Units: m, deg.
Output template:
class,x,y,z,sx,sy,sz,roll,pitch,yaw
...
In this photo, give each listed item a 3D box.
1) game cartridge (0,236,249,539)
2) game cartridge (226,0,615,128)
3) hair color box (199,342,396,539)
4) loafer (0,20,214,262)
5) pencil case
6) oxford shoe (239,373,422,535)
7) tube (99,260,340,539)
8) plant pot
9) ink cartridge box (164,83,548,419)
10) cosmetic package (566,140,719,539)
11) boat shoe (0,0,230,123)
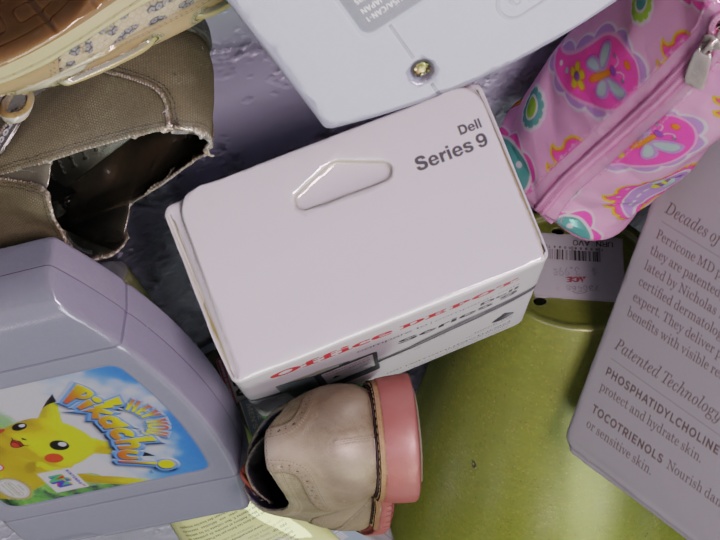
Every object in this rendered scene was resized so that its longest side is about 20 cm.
class,x,y,z,sx,sy,sz,roll,pitch,yaw
game cartridge,-0.130,0.060,0.830,0.132,0.041,0.200,-16,143,15
game cartridge,0.042,-0.139,0.631,0.199,0.042,0.133,-31,125,12
hair color box,-0.039,0.118,1.077,0.060,0.100,0.200,-26,152,9
loafer,-0.137,-0.032,0.777,0.199,0.070,0.075,-37,149,23
pencil case,0.136,-0.089,0.840,0.087,0.088,0.200,-8,160,-27
oxford shoe,-0.020,0.083,0.864,0.074,0.071,0.200,-4,165,-7
tube,-0.086,0.086,0.933,0.058,0.201,0.052,-1,-140,47
plant pot,0.110,0.070,1.057,0.186,0.188,0.201,-15,136,-16
ink cartridge box,0.000,0.000,0.863,0.145,0.085,0.200,-22,171,-2
cosmetic package,0.236,0.036,0.918,0.166,0.166,0.202,6,110,-37
boat shoe,-0.095,-0.101,0.689,0.199,0.074,0.063,-24,149,-1
